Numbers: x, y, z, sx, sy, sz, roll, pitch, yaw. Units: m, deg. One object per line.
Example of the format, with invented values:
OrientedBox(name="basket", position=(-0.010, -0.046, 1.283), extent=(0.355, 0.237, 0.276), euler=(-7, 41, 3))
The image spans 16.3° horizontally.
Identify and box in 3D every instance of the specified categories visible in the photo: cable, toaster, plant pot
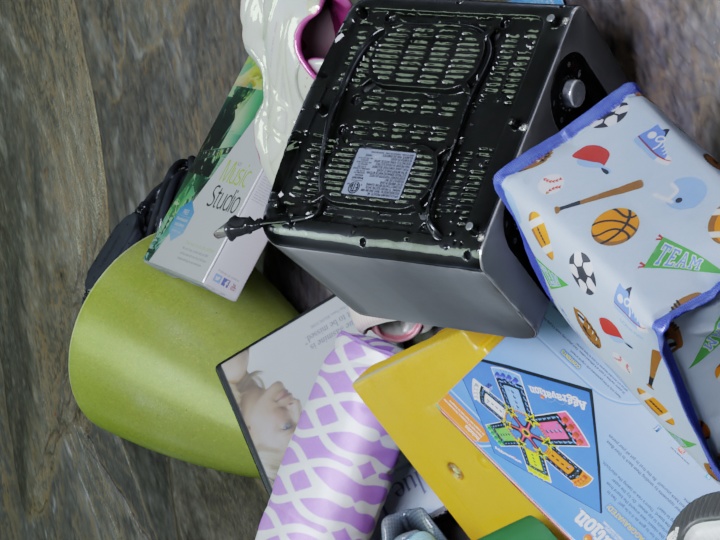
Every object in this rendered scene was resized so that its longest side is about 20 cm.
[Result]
OrientedBox(name="cable", position=(-0.157, -0.007, 2.124), extent=(0.051, 0.200, 0.163), euler=(22, 164, 29))
OrientedBox(name="toaster", position=(0.047, -0.065, 1.521), extent=(0.199, 0.119, 0.181), euler=(7, 65, 36))
OrientedBox(name="plant pot", position=(-0.102, 0.088, 2.025), extent=(0.200, 0.187, 0.188), euler=(30, 127, 39))

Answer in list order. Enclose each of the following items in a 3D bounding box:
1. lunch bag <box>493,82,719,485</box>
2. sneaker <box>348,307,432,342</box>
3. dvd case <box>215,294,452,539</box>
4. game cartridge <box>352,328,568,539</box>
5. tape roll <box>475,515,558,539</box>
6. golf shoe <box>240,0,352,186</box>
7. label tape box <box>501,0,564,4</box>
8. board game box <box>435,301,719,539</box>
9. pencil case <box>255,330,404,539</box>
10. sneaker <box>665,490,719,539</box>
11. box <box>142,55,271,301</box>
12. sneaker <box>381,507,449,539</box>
OrientedBox(name="lunch bag", position=(0.185, 0.022, 1.404), extent=(0.170, 0.124, 0.200), euler=(49, 169, 46))
OrientedBox(name="sneaker", position=(0.000, 0.000, 1.857), extent=(0.200, 0.075, 0.105), euler=(3, 97, 61))
OrientedBox(name="dvd case", position=(-0.015, 0.122, 1.883), extent=(0.200, 0.142, 0.018), euler=(65, -167, 25))
OrientedBox(name="game cartridge", position=(0.092, 0.118, 1.676), extent=(0.176, 0.032, 0.200), euler=(52, 153, -4))
OrientedBox(name="tape roll", position=(0.132, 0.259, 1.627), extent=(0.201, 0.048, 0.201), euler=(90, 154, -68))
OrientedBox(name="golf shoe", position=(-0.029, -0.115, 1.741), extent=(0.091, 0.075, 0.201), euler=(21, 129, 54))
OrientedBox(name="label tape box", position=(0.080, -0.091, 1.663), extent=(0.200, 0.063, 0.145), euler=(137, 120, -62))
OrientedBox(name="board game box", position=(0.147, 0.111, 1.503), extent=(0.200, 0.103, 0.019), euler=(45, 174, 29))
OrientedBox(name="pencil case", position=(-0.012, 0.140, 1.809), extent=(0.084, 0.085, 0.201), euler=(24, 89, 25))
OrientedBox(name="sneaker", position=(0.274, 0.165, 1.353), extent=(0.200, 0.115, 0.076), euler=(-7, 52, 41))
OrientedBox(name="box", position=(-0.088, -0.080, 1.936), extent=(0.200, 0.036, 0.144), euler=(-62, 25, -5))
OrientedBox(name="sneaker", position=(0.039, 0.231, 1.735), extent=(0.200, 0.079, 0.096), euler=(-107, -4, -69))
